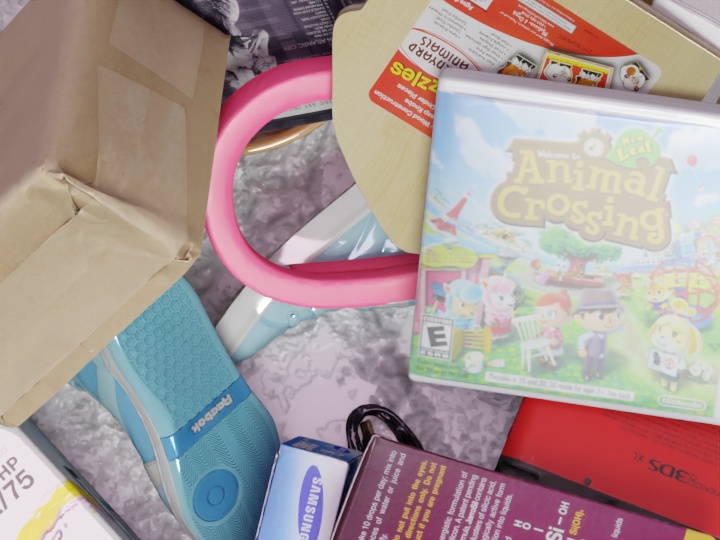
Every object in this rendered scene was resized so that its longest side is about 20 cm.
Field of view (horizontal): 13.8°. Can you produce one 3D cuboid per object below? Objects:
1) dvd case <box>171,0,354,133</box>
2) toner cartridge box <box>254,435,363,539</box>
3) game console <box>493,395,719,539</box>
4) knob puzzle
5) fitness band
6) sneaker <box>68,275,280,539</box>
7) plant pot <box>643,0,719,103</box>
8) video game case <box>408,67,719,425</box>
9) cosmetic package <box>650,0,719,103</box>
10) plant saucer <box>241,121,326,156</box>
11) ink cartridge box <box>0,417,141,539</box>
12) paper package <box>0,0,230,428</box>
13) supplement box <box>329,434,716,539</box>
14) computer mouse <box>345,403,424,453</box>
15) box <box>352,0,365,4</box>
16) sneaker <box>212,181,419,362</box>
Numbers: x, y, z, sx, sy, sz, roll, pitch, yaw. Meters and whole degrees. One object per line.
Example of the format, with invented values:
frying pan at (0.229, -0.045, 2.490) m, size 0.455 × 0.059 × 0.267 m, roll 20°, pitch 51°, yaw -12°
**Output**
dvd case at (-0.082, -0.151, 1.653) m, size 0.149 × 0.200 × 0.016 m, roll -9°, pitch 45°, yaw 21°
toner cartridge box at (-0.045, 0.197, 1.686) m, size 0.043 × 0.095 × 0.200 m, roll 14°, pitch 91°, yaw 4°
game console at (0.175, 0.137, 1.699) m, size 0.200 × 0.119 × 0.172 m, roll 21°, pitch 74°, yaw 4°
knob puzzle at (0.073, -0.090, 1.617) m, size 0.220 × 0.030 × 0.220 m, roll 5°, pitch 120°, yaw 8°
fitness band at (0.007, -0.053, 1.669) m, size 0.200 × 0.037 × 0.144 m, roll -7°, pitch 111°, yaw -11°
sneaker at (-0.124, 0.072, 1.734) m, size 0.080 × 0.131 × 0.200 m, roll -34°, pitch 118°, yaw -27°
plant pot at (0.244, -0.197, 1.713) m, size 0.200 × 0.142 × 0.200 m, roll 0°, pitch 83°, yaw 2°
video game case at (0.132, -0.010, 1.610) m, size 0.200 × 0.022 × 0.182 m, roll 8°, pitch 114°, yaw 7°
cosmetic package at (0.170, -0.095, 1.670) m, size 0.051 × 0.200 × 0.083 m, roll 30°, pitch 47°, yaw 10°
plant saucer at (-0.080, -0.164, 1.776) m, size 0.200 × 0.037 × 0.200 m, roll 0°, pitch 83°, yaw 3°
ink cartridge box at (-0.193, 0.189, 1.679) m, size 0.147 × 0.146 × 0.200 m, roll -43°, pitch 82°, yaw -4°
paper package at (-0.169, -0.044, 1.616) m, size 0.103 × 0.200 × 0.191 m, roll 32°, pitch 127°, yaw -23°
supplement box at (0.081, 0.191, 1.632) m, size 0.200 × 0.131 × 0.103 m, roll 17°, pitch 53°, yaw 7°
computer mouse at (0.025, 0.175, 1.734) m, size 0.059 × 0.034 × 0.200 m, roll -9°, pitch 76°, yaw 2°
box at (0.040, -0.239, 1.679) m, size 0.200 × 0.105 × 0.184 m, roll 40°, pitch 66°, yaw -32°
sneaker at (0.000, 0.000, 1.734) m, size 0.200 × 0.074 × 0.082 m, roll -41°, pitch 87°, yaw 2°
